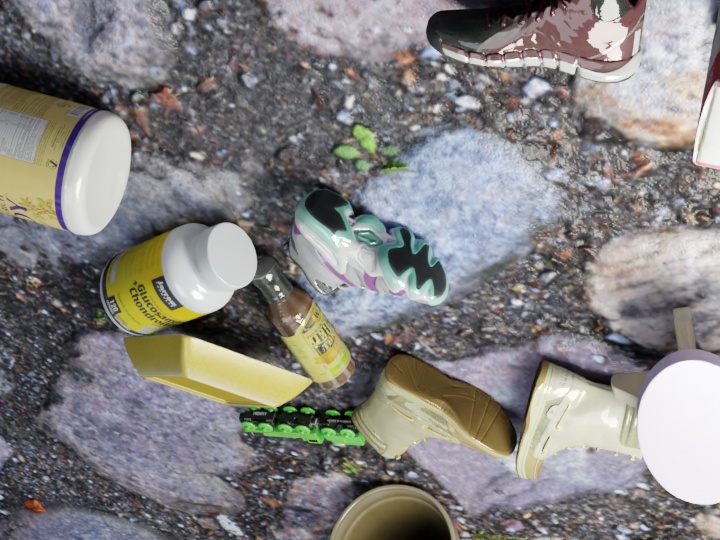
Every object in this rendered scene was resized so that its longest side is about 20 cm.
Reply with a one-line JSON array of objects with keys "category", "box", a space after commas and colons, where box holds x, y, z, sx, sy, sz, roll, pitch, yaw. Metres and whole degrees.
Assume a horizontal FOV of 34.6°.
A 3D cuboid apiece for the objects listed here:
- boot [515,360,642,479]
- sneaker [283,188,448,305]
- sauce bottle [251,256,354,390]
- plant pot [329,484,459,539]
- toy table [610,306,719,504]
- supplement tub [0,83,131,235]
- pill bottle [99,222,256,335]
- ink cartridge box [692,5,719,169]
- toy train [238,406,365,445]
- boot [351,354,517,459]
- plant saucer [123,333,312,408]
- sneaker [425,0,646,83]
[{"category": "boot", "box": [0.279, 0.207, 1.446, 0.153, 0.072, 0.201, 14, 133, 10]}, {"category": "sneaker", "box": [0.000, 0.000, 1.360, 0.199, 0.078, 0.140, 34, 141, 2]}, {"category": "sauce bottle", "box": [-0.076, 0.068, 1.469, 0.064, 0.065, 0.201, -9, 131, 32]}, {"category": "plant pot", "box": [0.070, 0.444, 1.730, 0.198, 0.202, 0.174, 2, 152, 23]}, {"category": "toy table", "box": [0.371, 0.145, 1.278, 0.182, 0.117, 0.202, 2, 123, 10]}, {"category": "supplement tub", "box": [-0.382, -0.133, 1.336, 0.198, 0.146, 0.146, 15, 139, 10]}, {"category": "pill bottle", "box": [-0.225, 0.007, 1.437, 0.199, 0.113, 0.112, -20, 124, 39]}, {"category": "ink cartridge box", "box": [0.352, -0.160, 0.921, 0.145, 0.201, 0.083, 12, 135, 13]}, {"category": "toy train", "box": [-0.082, 0.223, 1.660, 0.198, 0.042, 0.057, 0, 145, 25]}, {"category": "boot", "box": [0.094, 0.208, 1.532, 0.199, 0.073, 0.156, 29, 139, -4]}, {"category": "plant saucer", "box": [-0.196, 0.138, 1.524, 0.199, 0.049, 0.199, 22, 164, -31]}, {"category": "sneaker", "box": [0.161, -0.241, 1.031, 0.198, 0.076, 0.116, 7, 133, 3]}]
